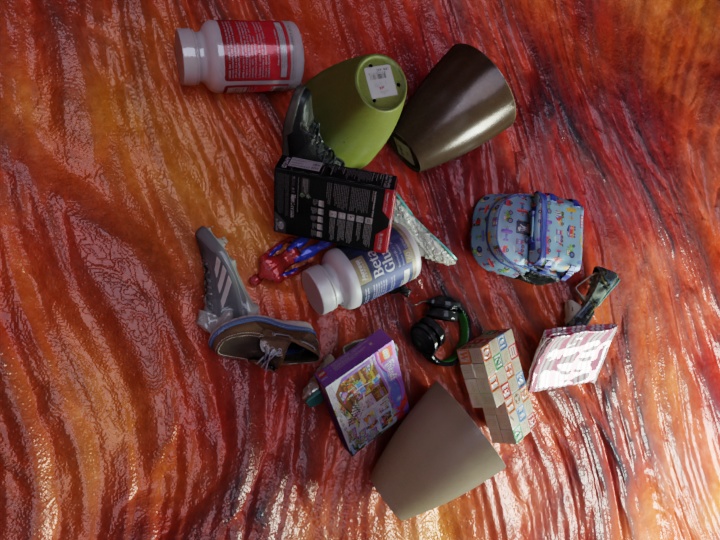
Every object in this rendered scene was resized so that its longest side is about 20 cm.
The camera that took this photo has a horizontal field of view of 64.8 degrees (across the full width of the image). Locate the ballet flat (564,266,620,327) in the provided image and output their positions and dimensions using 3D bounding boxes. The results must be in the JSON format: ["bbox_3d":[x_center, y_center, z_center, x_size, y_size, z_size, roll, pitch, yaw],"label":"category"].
[{"bbox_3d":[0.483,0.072,1.231,0.074,0.074,0.200,46,71,-13],"label":"ballet flat"}]

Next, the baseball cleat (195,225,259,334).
[{"bbox_3d":[-0.235,0.032,0.923,0.106,0.070,0.202,-32,97,-22],"label":"baseball cleat"}]

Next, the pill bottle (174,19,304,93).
[{"bbox_3d":[-0.202,-0.357,0.948,0.197,0.112,0.114,-10,89,-23],"label":"pill bottle"}]

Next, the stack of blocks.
[{"bbox_3d":[0.266,0.229,1.101,0.114,0.058,0.203,-20,95,-43],"label":"stack of blocks"}]

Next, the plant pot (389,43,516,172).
[{"bbox_3d":[0.156,-0.285,1.073,0.199,0.187,0.188,-40,101,-6],"label":"plant pot"}]

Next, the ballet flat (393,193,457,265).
[{"bbox_3d":[0.098,-0.073,1.084,0.200,0.072,0.072,46,71,-11],"label":"ballet flat"}]

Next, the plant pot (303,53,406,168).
[{"bbox_3d":[-0.006,-0.285,0.976,0.184,0.199,0.191,2,84,-22],"label":"plant pot"}]

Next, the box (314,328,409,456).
[{"bbox_3d":[0.009,0.211,0.965,0.136,0.039,0.202,-32,133,-19],"label":"box"}]

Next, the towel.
[{"bbox_3d":[0.440,0.184,1.178,0.197,0.030,0.148,-2,119,-23],"label":"towel"}]

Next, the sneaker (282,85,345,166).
[{"bbox_3d":[-0.073,-0.205,0.941,0.112,0.202,0.077,12,40,5],"label":"sneaker"}]

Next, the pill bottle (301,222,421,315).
[{"bbox_3d":[0.000,0.000,1.001,0.198,0.111,0.113,-25,95,-23],"label":"pill bottle"}]

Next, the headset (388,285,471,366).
[{"bbox_3d":[0.133,0.096,1.084,0.200,0.093,0.124,46,65,-29],"label":"headset"}]

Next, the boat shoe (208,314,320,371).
[{"bbox_3d":[-0.145,0.120,0.915,0.198,0.073,0.073,2,128,-40],"label":"boat shoe"}]

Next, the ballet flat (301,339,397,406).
[{"bbox_3d":[-0.025,0.169,1.002,0.198,0.072,0.073,-24,94,-25],"label":"ballet flat"}]

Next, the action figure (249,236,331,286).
[{"bbox_3d":[-0.109,-0.032,0.993,0.199,0.052,0.066,-34,93,-17],"label":"action figure"}]

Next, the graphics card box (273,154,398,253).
[{"bbox_3d":[-0.043,-0.107,0.928,0.196,0.127,0.051,10,40,4],"label":"graphics card box"}]

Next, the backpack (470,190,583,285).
[{"bbox_3d":[0.326,-0.074,1.136,0.197,0.134,0.186,13,79,-18],"label":"backpack"}]

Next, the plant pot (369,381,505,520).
[{"bbox_3d":[0.120,0.335,1.000,0.199,0.187,0.188,-39,100,-6],"label":"plant pot"}]
